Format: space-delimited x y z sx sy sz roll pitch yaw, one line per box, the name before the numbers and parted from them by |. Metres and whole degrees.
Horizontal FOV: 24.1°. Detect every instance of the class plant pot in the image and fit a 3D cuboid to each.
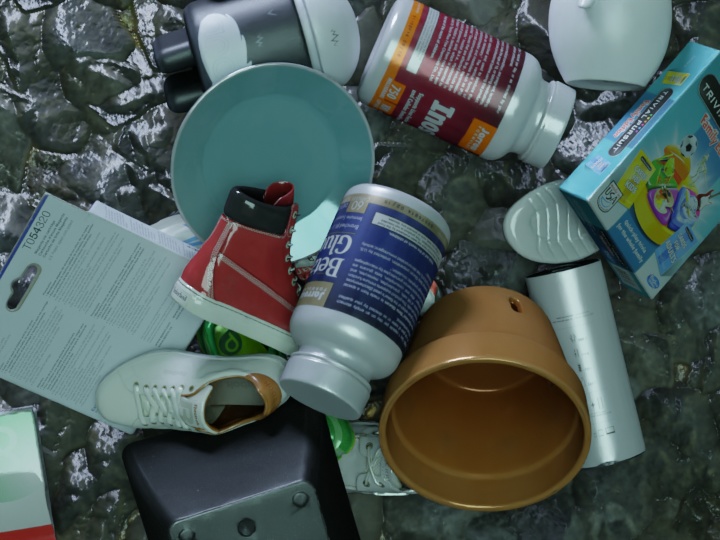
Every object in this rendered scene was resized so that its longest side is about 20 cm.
plant pot | -0.097 0.248 1.548 0.198 0.177 0.201 -17 101 -6
plant pot | 0.119 0.112 1.612 0.198 0.141 0.201 2 129 3

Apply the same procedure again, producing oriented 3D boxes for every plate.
plate | -0.084 -0.102 1.607 0.198 0.026 0.202 -6 112 -14

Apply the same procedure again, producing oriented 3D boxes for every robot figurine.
robot figurine | -0.099 -0.215 1.636 0.198 0.151 0.126 -16 63 -4

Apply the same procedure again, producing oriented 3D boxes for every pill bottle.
pill bottle | 0.000 0.031 1.566 0.110 0.111 0.201 25 70 -5
pill bottle | 0.105 -0.179 1.657 0.198 0.113 0.114 23 89 -5

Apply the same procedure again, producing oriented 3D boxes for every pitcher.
pitcher | 0.236 -0.284 1.642 0.120 0.171 0.202 4 90 31

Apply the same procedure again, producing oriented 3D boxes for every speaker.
speaker | 0.225 0.092 1.692 0.080 0.081 0.202 -15 93 -4

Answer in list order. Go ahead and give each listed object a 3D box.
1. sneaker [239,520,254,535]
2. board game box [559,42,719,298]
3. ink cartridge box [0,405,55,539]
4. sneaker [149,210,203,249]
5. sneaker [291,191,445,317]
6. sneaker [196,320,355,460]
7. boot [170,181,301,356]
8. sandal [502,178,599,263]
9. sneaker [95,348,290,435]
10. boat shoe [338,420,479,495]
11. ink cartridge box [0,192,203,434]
sneaker | -0.106 0.224 1.677 0.099 0.078 0.201 -32 103 -10
board game box | 0.305 -0.097 1.657 0.200 0.047 0.151 -47 127 -10
ink cartridge box | -0.384 0.244 1.660 0.159 0.050 0.202 -9 90 -5
sneaker | -0.180 -0.020 1.664 0.198 0.072 0.073 -16 110 -4
sneaker | 0.000 0.000 1.678 0.108 0.067 0.202 -37 91 -2
sneaker | -0.090 0.116 1.652 0.200 0.084 0.074 43 86 5
boot | -0.070 -0.003 1.599 0.199 0.072 0.145 25 96 -46
sandal | 0.230 -0.061 1.705 0.201 0.050 0.083 -20 97 -19
sneaker | -0.166 0.116 1.579 0.198 0.085 0.074 -9 105 16
boat shoe | 0.029 0.189 1.682 0.198 0.069 0.072 -2 95 -4
ink cartridge box | -0.257 0.037 1.613 0.199 0.043 0.197 27 109 -22
